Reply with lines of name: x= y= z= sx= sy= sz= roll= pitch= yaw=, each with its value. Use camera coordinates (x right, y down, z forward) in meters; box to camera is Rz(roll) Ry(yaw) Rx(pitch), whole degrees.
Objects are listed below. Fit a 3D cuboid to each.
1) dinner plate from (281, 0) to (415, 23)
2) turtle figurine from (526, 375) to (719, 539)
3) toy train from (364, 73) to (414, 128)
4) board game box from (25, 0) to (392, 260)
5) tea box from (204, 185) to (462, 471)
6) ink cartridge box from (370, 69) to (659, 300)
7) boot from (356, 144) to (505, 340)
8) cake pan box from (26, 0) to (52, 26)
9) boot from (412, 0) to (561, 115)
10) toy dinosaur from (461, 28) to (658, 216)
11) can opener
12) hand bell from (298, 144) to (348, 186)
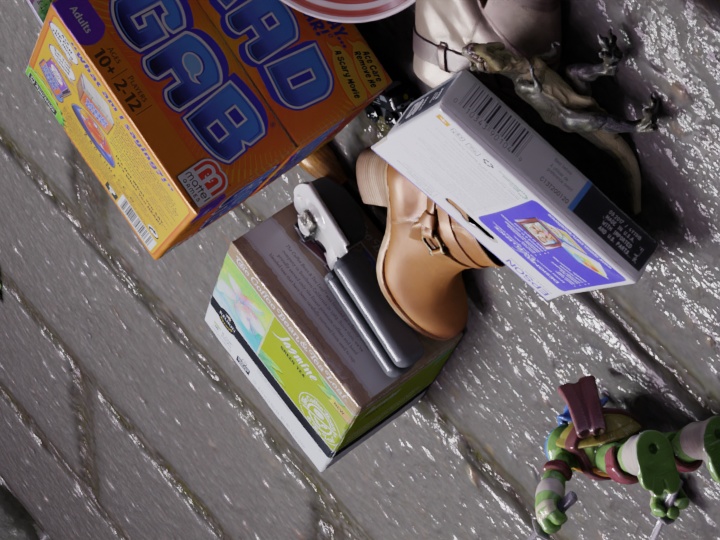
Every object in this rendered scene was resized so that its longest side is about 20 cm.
dinner plate: x=-0.018 y=-0.285 z=1.545 sx=0.199 sy=0.024 sz=0.201 roll=12 pitch=123 yaw=18
turtle figurine: x=0.216 y=0.187 z=1.644 sx=0.143 sy=0.201 sz=0.194 roll=26 pitch=159 yaw=-19
toy train: x=-0.018 y=-0.167 z=1.774 sx=0.200 sy=0.034 sz=0.046 roll=26 pitch=140 yaw=50
board game box: x=-0.130 y=-0.160 z=1.678 sx=0.200 sy=0.199 sz=0.200 roll=55 pitch=162 yaw=-1
tea box: x=-0.031 y=0.053 z=1.950 sx=0.200 sy=0.133 sz=0.197 roll=51 pitch=155 yaw=12
ink cartridge box: x=0.114 y=-0.060 z=1.560 sx=0.198 sy=0.043 sz=0.200 roll=41 pitch=166 yaw=-8
boot: x=0.082 y=-0.019 z=1.739 sx=0.155 sy=0.076 sz=0.201 roll=12 pitch=124 yaw=52
cake pan box: x=-0.197 y=-0.250 z=1.819 sx=0.201 sy=0.184 sz=0.052 roll=59 pitch=173 yaw=-1
boot: x=0.064 y=-0.203 z=1.505 sx=0.200 sy=0.070 sz=0.147 roll=39 pitch=142 yaw=18
toy dinosaur: x=0.163 y=-0.119 z=1.454 sx=0.200 sy=0.048 sz=0.088 roll=40 pitch=139 yaw=-24
can opener: x=0.000 y=0.000 z=1.840 sx=0.201 sy=0.066 sz=0.053 roll=61 pitch=155 yaw=13
hand bell: x=-0.087 y=-0.150 z=1.896 sx=0.200 sy=0.104 sz=0.104 roll=42 pitch=155 yaw=1
